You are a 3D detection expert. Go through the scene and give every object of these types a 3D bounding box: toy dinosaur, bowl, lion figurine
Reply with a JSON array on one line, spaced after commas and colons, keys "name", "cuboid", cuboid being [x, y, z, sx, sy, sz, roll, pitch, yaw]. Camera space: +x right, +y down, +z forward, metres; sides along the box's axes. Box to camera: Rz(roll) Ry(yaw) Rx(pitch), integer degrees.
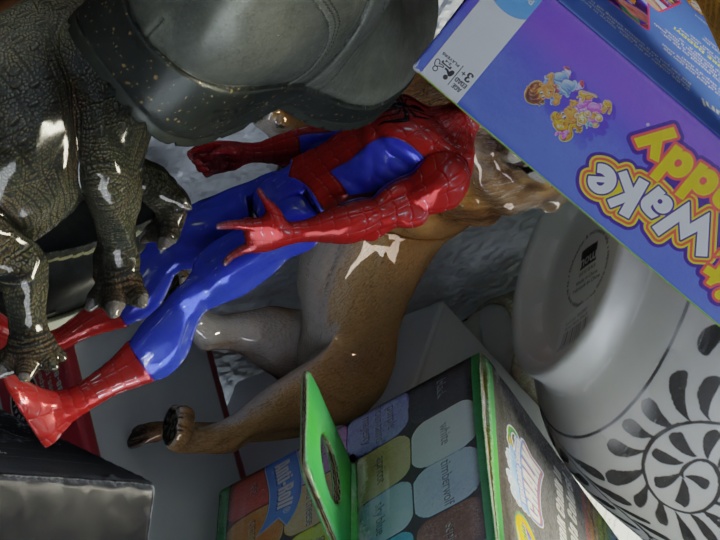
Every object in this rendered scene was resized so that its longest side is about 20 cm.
[{"name": "toy dinosaur", "cuboid": [-0.092, -0.037, 0.645, 0.199, 0.077, 0.103, -23, 123, -23]}, {"name": "bowl", "cuboid": [0.118, 0.012, 0.864, 0.094, 0.202, 0.201, 18, 138, -18]}, {"name": "lion figurine", "cuboid": [0.000, 0.000, 0.847, 0.122, 0.073, 0.200, 11, 125, -34]}]

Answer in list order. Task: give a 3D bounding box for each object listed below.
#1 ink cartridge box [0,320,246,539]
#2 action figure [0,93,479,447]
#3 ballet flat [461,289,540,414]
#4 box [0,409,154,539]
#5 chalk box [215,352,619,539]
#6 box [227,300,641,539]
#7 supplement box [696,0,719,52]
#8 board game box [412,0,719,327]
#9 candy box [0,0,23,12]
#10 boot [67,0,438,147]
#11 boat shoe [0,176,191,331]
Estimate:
[{"name": "ink cartridge box", "cuboid": [-0.137, 0.126, 0.934, 0.083, 0.146, 0.200, 11, 140, -41]}, {"name": "action figure", "cuboid": [-0.032, -0.017, 0.746, 0.199, 0.065, 0.052, -29, 123, -3]}, {"name": "ballet flat", "cuboid": [0.040, 0.064, 1.011, 0.062, 0.068, 0.200, 11, 140, -31]}, {"name": "box", "cuboid": [-0.210, 0.098, 0.777, 0.196, 0.118, 0.200, 8, -175, -38]}, {"name": "chalk box", "cuboid": [0.024, 0.127, 0.824, 0.123, 0.125, 0.200, -29, 117, 17]}, {"name": "box", "cuboid": [0.038, 0.128, 0.973, 0.124, 0.098, 0.200, -22, 122, 36]}, {"name": "supplement box", "cuboid": [0.131, -0.099, 0.650, 0.066, 0.201, 0.069, -15, 146, -6]}, {"name": "board game box", "cuboid": [0.118, -0.034, 0.710, 0.045, 0.200, 0.135, -49, -177, 24]}, {"name": "candy box", "cuboid": [-0.084, -0.136, 0.615, 0.200, 0.057, 0.116, -33, 149, 27]}, {"name": "boot", "cuboid": [0.011, -0.102, 0.650, 0.131, 0.068, 0.200, -41, 176, 25]}, {"name": "boat shoe", "cuboid": [-0.147, -0.012, 0.779, 0.199, 0.072, 0.068, -10, 124, -26]}]
